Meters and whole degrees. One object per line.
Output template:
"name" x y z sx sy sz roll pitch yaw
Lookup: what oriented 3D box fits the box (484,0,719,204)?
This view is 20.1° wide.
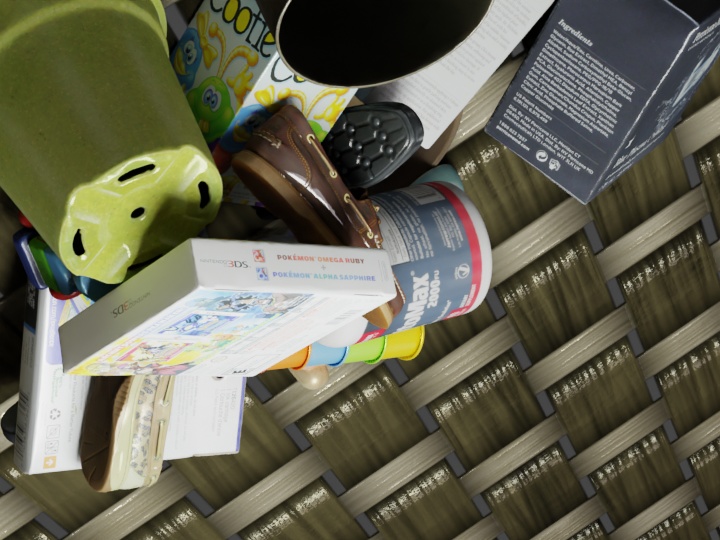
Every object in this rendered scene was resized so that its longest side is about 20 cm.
"box" 0.233 -0.191 1.761 0.197 0.117 0.200 -36 160 -54

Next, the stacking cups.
"stacking cups" -0.037 0.061 1.772 0.199 0.061 0.061 -7 138 -37

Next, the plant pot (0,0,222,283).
"plant pot" -0.197 -0.098 1.509 0.200 0.184 0.201 -23 145 -18

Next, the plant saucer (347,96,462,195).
"plant saucer" -0.001 -0.119 1.792 0.199 0.030 0.200 -23 145 -17

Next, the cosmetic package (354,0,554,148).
"cosmetic package" 0.075 -0.211 1.674 0.200 0.071 0.101 -49 138 8

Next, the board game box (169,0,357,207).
"board game box" -0.074 -0.161 1.608 0.103 0.105 0.200 7 128 -44

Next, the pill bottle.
"pill bottle" 0.000 0.000 1.722 0.199 0.120 0.120 -15 142 -30

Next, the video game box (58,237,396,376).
"video game box" -0.104 0.032 1.547 0.182 0.047 0.200 0 160 -39

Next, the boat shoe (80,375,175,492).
"boat shoe" -0.180 0.087 1.680 0.062 0.073 0.201 3 114 -36

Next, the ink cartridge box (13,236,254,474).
"ink cartridge box" -0.191 0.068 1.732 0.199 0.047 0.198 -4 108 -34

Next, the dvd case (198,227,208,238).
"dvd case" -0.199 -0.007 1.768 0.146 0.022 0.200 -25 147 -14

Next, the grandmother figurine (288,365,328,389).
"grandmother figurine" -0.028 0.025 1.897 0.200 0.060 0.122 101 8 -57

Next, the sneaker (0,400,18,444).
"sneaker" -0.233 0.074 1.777 0.200 0.074 0.088 -30 128 -17

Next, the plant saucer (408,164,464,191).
"plant saucer" 0.041 -0.006 1.896 0.200 0.027 0.200 -48 161 -22

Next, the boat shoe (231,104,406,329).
"boat shoe" -0.018 -0.041 1.596 0.070 0.070 0.200 -49 124 -20

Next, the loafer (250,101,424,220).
"loafer" -0.016 -0.095 1.676 0.070 0.068 0.200 -25 -179 -44

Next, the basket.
"basket" -0.025 -0.247 1.457 0.180 0.200 0.136 -8 139 -33

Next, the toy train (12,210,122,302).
"toy train" -0.165 -0.042 1.617 0.200 0.116 0.085 -30 119 -22
